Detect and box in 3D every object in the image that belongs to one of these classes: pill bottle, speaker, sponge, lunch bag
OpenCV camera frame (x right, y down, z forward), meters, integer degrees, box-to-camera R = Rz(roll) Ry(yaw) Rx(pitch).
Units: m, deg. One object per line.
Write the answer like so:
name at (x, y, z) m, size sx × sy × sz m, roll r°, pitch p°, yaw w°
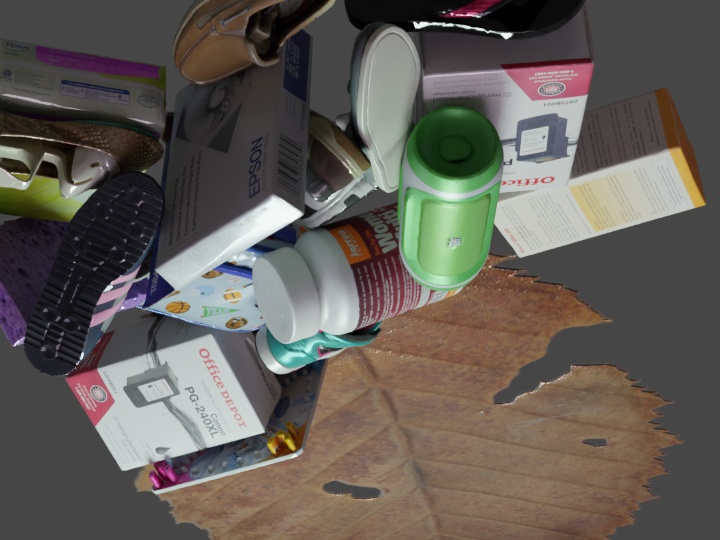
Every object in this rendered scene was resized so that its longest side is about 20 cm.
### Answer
pill bottle at (0.000, 0.000, 1.478) m, size 0.199 × 0.110 × 0.110 m, roll -18°, pitch 158°, yaw -24°
speaker at (0.077, -0.059, 1.292) m, size 0.088 × 0.089 × 0.200 m, roll -5°, pitch 152°, yaw -3°
sponge at (-0.283, -0.001, 1.383) m, size 0.030 × 0.112 × 0.200 m, roll -39°, pitch 172°, yaw 26°
lunch bag at (-0.150, -0.009, 1.532) m, size 0.199 × 0.076 × 0.160 m, roll 15°, pitch 143°, yaw -37°

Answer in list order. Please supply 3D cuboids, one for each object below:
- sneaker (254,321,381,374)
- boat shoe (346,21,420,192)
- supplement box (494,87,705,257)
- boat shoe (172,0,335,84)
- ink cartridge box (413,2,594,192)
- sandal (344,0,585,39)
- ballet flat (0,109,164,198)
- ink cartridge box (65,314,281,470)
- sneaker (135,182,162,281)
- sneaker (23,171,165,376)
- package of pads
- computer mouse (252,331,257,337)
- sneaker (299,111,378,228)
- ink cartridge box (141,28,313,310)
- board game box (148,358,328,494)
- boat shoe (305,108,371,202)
sneaker at (-0.016, 0.042, 1.589) m, size 0.120 × 0.084 × 0.200 m, roll -27°, pitch -178°, yaw 33°
boat shoe at (0.008, -0.140, 1.227) m, size 0.073 × 0.062 × 0.200 m, roll -45°, pitch 155°, yaw -18°
supplement box at (0.224, -0.093, 1.449) m, size 0.199 × 0.074 × 0.126 m, roll -16°, pitch 151°, yaw 17°
boat shoe at (-0.087, -0.196, 1.186) m, size 0.071 × 0.077 × 0.200 m, roll 15°, pitch 146°, yaw -35°
ink cartridge box at (0.120, -0.151, 1.305) m, size 0.144 × 0.085 × 0.200 m, roll -4°, pitch 152°, yaw -1°
sandal at (0.086, -0.224, 1.180) m, size 0.199 × 0.075 × 0.045 m, roll -3°, pitch 143°, yaw -1°
ballet flat at (-0.260, -0.091, 1.216) m, size 0.199 × 0.066 × 0.071 m, roll 6°, pitch 146°, yaw -19°
ink cartridge box at (-0.214, 0.131, 1.704) m, size 0.199 × 0.084 × 0.146 m, roll -17°, pitch 116°, yaw 21°
sneaker at (-0.162, -0.064, 1.395) m, size 0.200 × 0.077 × 0.085 m, roll -36°, pitch 178°, yaw -5°
sneaker at (-0.223, -0.007, 1.266) m, size 0.070 × 0.082 × 0.200 m, roll 34°, pitch 109°, yaw -1°
package of pads at (-0.262, -0.117, 1.310) m, size 0.154 × 0.069 × 0.200 m, roll 7°, pitch 150°, yaw -22°
computer mouse at (-0.177, 0.105, 1.775) m, size 0.199 × 0.044 × 0.110 m, roll -11°, pitch 145°, yaw 18°
sneaker at (-0.018, -0.101, 1.408) m, size 0.074 × 0.080 × 0.200 m, roll -39°, pitch -177°, yaw -30°
ink cartridge box at (-0.124, -0.090, 1.249) m, size 0.200 × 0.200 × 0.041 m, roll -30°, pitch 133°, yaw 34°
board game box at (-0.145, 0.172, 1.763) m, size 0.199 × 0.200 × 0.026 m, roll -17°, pitch 118°, yaw 19°
boat shoe at (-0.058, -0.103, 1.272) m, size 0.066 × 0.201 × 0.072 m, roll -43°, pitch 116°, yaw -8°
